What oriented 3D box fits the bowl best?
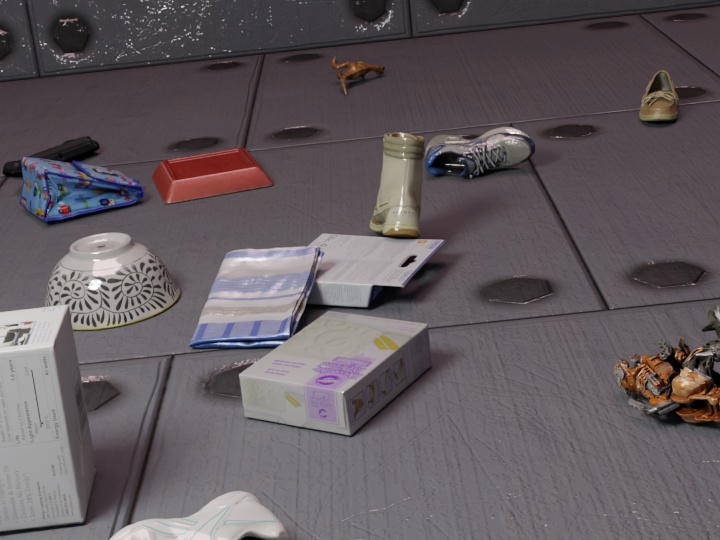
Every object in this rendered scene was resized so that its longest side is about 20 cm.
[{"bbox_3d":[-0.364,0.004,1.965,0.200,0.094,0.201,-6,20,2],"label":"bowl"}]

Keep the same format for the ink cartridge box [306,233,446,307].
[{"bbox_3d":[0.000,0.000,1.944,0.200,0.043,0.196,5,21,21],"label":"ink cartridge box"}]

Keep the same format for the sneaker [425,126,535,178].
[{"bbox_3d":[0.204,-0.193,2.390,0.200,0.077,0.085,-6,28,22],"label":"sneaker"}]

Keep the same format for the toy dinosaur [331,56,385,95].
[{"bbox_3d":[-0.020,-0.460,3.183,0.106,0.061,0.200,10,26,34],"label":"toy dinosaur"}]

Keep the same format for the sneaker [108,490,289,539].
[{"bbox_3d":[-0.154,0.258,1.241,0.200,0.071,0.080,-19,26,-33],"label":"sneaker"}]

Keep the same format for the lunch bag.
[{"bbox_3d":[-0.489,-0.146,2.456,0.200,0.094,0.150,-3,15,-30],"label":"lunch bag"}]

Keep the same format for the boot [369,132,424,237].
[{"bbox_3d":[0.057,-0.130,2.078,0.072,0.155,0.200,2,4,-6],"label":"boot"}]

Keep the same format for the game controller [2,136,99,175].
[{"bbox_3d":[-0.621,-0.226,2.768,0.104,0.042,0.200,-8,14,40],"label":"game controller"}]

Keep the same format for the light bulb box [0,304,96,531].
[{"bbox_3d":[-0.388,0.155,1.403,0.200,0.199,0.125,-6,18,-3],"label":"light bulb box"}]

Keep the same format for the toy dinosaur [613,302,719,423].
[{"bbox_3d":[0.365,0.124,1.467,0.136,0.102,0.200,-34,49,-24],"label":"toy dinosaur"}]

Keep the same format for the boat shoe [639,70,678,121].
[{"bbox_3d":[0.576,-0.333,2.651,0.073,0.063,0.201,0,21,18],"label":"boat shoe"}]

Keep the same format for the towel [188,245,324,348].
[{"bbox_3d":[-0.138,0.033,1.842,0.147,0.024,0.200,-3,37,15],"label":"towel"}]

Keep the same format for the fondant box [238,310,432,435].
[{"bbox_3d":[-0.026,0.116,1.610,0.144,0.058,0.200,6,24,30],"label":"fondant box"}]

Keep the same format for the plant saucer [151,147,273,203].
[{"bbox_3d":[-0.276,-0.180,2.529,0.200,0.037,0.200,-11,20,-12],"label":"plant saucer"}]
